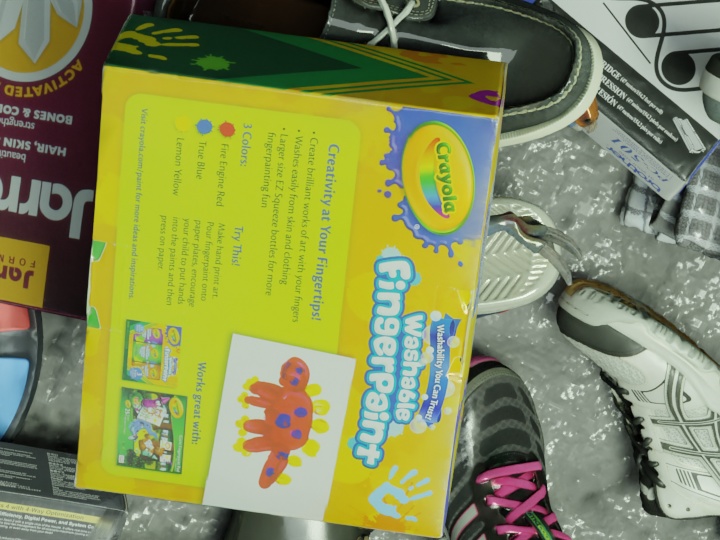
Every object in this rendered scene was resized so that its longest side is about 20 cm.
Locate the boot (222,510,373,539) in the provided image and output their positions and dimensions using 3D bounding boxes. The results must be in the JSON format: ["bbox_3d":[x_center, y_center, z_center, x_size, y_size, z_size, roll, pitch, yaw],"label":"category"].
[{"bbox_3d":[0.008,0.185,1.378,0.199,0.077,0.139,16,99,-17],"label":"boot"}]

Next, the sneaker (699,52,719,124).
[{"bbox_3d":[0.206,-0.024,1.232,0.200,0.084,0.121,18,101,-45],"label":"sneaker"}]

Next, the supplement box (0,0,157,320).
[{"bbox_3d":[-0.141,-0.085,1.210,0.110,0.086,0.201,10,96,19],"label":"supplement box"}]

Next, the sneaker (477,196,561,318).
[{"bbox_3d":[0.000,0.000,1.312,0.199,0.085,0.075,1,86,2],"label":"sneaker"}]

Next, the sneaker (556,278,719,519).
[{"bbox_3d":[0.168,0.086,1.374,0.200,0.076,0.088,39,97,-20],"label":"sneaker"}]

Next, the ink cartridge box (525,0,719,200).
[{"bbox_3d":[0.104,-0.134,1.254,0.200,0.044,0.094,40,78,3],"label":"ink cartridge box"}]

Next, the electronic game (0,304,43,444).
[{"bbox_3d":[-0.256,0.036,1.288,0.199,0.042,0.201,-3,108,-10],"label":"electronic game"}]

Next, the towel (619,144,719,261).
[{"bbox_3d":[0.252,-0.066,1.337,0.199,0.086,0.166,16,103,-16],"label":"towel"}]

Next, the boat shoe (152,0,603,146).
[{"bbox_3d":[0.006,-0.096,1.145,0.199,0.068,0.072,10,85,18],"label":"boat shoe"}]

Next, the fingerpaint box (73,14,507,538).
[{"bbox_3d":[-0.031,0.002,1.126,0.166,0.073,0.201,7,115,3],"label":"fingerpaint box"}]

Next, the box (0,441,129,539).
[{"bbox_3d":[-0.233,0.155,1.304,0.199,0.049,0.162,10,121,-19],"label":"box"}]

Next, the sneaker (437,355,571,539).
[{"bbox_3d":[0.084,0.144,1.347,0.074,0.087,0.201,-5,91,-35],"label":"sneaker"}]

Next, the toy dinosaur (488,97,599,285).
[{"bbox_3d":[0.034,-0.023,1.186,0.200,0.105,0.182,-22,138,-39],"label":"toy dinosaur"}]
